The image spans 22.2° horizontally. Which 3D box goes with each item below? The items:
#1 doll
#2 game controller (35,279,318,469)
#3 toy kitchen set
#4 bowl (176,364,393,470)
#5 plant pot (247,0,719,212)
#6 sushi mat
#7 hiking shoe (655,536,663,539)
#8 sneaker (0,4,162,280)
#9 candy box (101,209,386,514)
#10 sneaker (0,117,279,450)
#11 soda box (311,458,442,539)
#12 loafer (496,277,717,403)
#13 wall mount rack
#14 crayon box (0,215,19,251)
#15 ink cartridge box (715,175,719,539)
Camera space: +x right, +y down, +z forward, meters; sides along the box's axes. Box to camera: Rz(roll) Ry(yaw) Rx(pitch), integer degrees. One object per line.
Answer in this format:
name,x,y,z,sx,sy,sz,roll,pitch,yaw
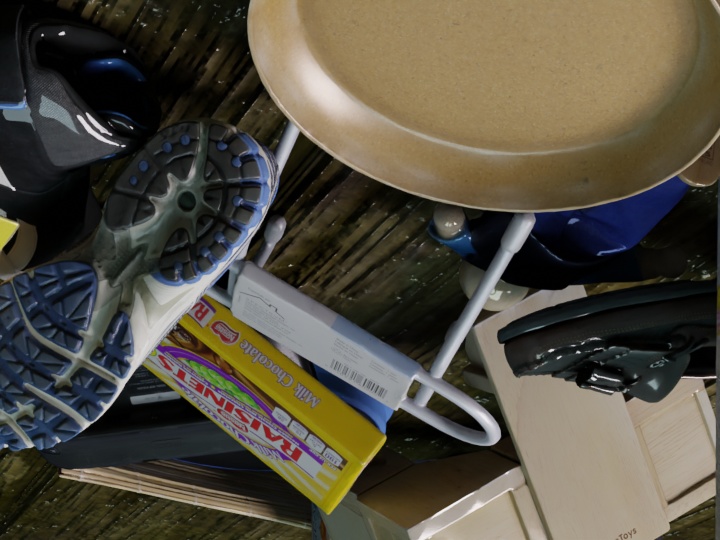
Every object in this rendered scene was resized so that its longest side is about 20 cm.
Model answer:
doll,0.103,-0.023,0.905,0.135,0.049,0.200,13,154,-19
game controller,-0.121,0.063,1.090,0.198,0.105,0.042,-9,-167,22
toy kitchen set,0.076,0.083,1.092,0.199,0.165,0.180,-26,-164,-17
bowl,-0.075,0.085,1.190,0.198,0.040,0.201,3,157,1
plant pot,0.053,-0.092,0.743,0.198,0.028,0.201,8,148,5
sushi mat,-0.121,0.135,1.271,0.198,0.012,0.096,15,-162,-25
hiking shoe,0.139,0.189,1.353,0.198,0.077,0.101,10,159,-13
sneaker,-0.133,-0.050,0.845,0.111,0.074,0.200,-7,156,15
candy box,-0.079,0.051,1.003,0.199,0.026,0.102,38,157,5
sneaker,-0.107,0.010,0.847,0.200,0.077,0.085,-40,177,17
soda box,0.066,0.169,1.255,0.198,0.069,0.064,-4,-163,-14
loafer,0.163,0.038,0.940,0.198,0.064,0.072,-9,171,-30
wall mount rack,0.000,0.000,0.897,0.199,0.075,0.174,30,160,3
crayon box,-0.253,0.017,0.795,0.126,0.051,0.200,23,119,-38
ink cartridge box,0.231,0.048,0.862,0.087,0.202,0.145,-7,156,31
